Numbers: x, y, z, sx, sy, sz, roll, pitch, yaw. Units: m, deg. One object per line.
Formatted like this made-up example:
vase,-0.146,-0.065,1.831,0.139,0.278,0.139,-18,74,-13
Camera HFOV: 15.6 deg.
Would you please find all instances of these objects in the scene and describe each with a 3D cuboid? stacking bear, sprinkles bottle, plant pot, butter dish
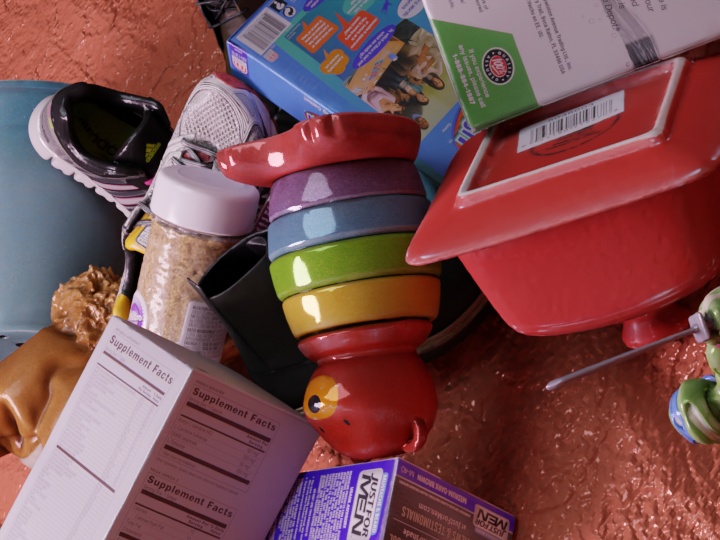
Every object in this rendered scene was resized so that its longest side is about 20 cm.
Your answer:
stacking bear,-0.002,0.016,1.588,0.121,0.113,0.201,-16,80,46
sprinkles bottle,-0.118,0.035,1.706,0.068,0.068,0.201,32,113,53
plant pot,-0.253,-0.020,1.997,0.200,0.200,0.189,-21,63,41
butter dish,0.151,-0.022,1.553,0.199,0.148,0.200,-18,20,21

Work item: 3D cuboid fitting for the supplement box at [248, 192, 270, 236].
supplement box,-0.021,-0.040,1.783,0.061,0.109,0.200,26,87,14

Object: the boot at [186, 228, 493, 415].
boot,0.000,0.000,1.679,0.200,0.138,0.077,-41,33,-9

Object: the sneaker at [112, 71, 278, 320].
sneaker,-0.111,-0.037,1.757,0.078,0.082,0.201,26,114,24

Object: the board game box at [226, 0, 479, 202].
board game box,0.037,-0.137,1.712,0.200,0.045,0.152,36,69,20

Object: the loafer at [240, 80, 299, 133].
loafer,-0.073,-0.069,1.847,0.071,0.073,0.201,-87,20,-84

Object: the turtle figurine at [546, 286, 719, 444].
turtle figurine,0.240,0.066,1.390,0.194,0.200,0.144,-33,79,26

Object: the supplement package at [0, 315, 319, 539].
supplement package,-0.133,0.149,1.615,0.114,0.109,0.200,30,92,53

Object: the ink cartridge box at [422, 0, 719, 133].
ink cartridge box,0.133,-0.189,1.584,0.199,0.147,0.083,-20,11,4

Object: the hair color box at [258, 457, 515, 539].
hair color box,-0.014,0.172,1.642,0.200,0.109,0.065,-11,59,46

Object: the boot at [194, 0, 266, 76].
boot,-0.098,-0.181,1.982,0.075,0.097,0.201,-21,52,41

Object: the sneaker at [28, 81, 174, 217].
sneaker,-0.147,-0.074,1.892,0.074,0.200,0.087,-59,1,-17

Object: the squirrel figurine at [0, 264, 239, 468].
squirrel figurine,-0.163,0.098,1.850,0.186,0.141,0.201,21,86,47
